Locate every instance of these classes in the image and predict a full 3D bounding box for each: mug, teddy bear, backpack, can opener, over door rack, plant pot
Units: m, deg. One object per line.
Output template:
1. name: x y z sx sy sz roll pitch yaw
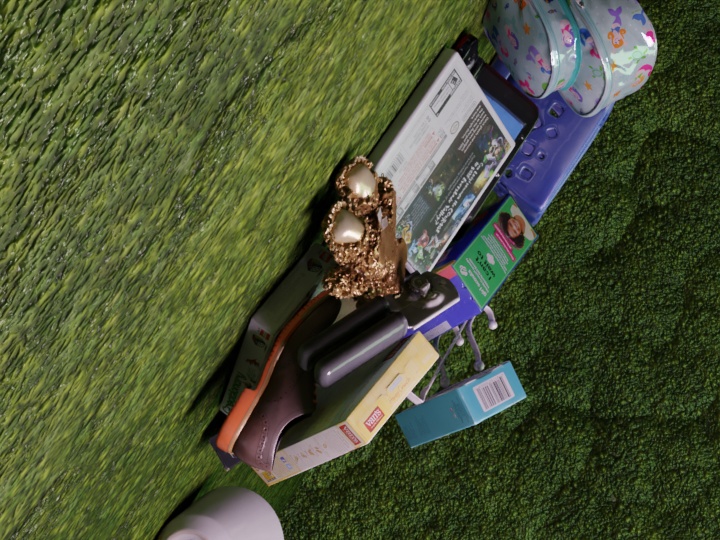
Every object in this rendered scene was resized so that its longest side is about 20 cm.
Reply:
1. mug: -0.199 0.378 1.810 0.189 0.148 0.153 -63 165 6
2. teddy bear: -0.003 -0.034 1.440 0.200 0.066 0.147 31 63 -73
3. backpack: 0.242 -0.279 1.612 0.150 0.201 0.178 -33 168 -17
4. can opener: 0.021 0.065 1.446 0.199 0.053 0.067 -32 147 -30
5. over door rack: 0.076 0.132 1.754 0.147 0.067 0.200 -31 -172 46
6. plant pot: 0.237 -0.201 2.030 0.201 0.179 0.200 -56 173 0

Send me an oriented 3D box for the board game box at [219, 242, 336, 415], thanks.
1. board game box: -0.091 0.072 1.545 0.127 0.034 0.201 -51 171 -36

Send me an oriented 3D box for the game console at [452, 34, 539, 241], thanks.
1. game console: 0.118 -0.150 1.654 0.201 0.118 0.172 -57 175 0

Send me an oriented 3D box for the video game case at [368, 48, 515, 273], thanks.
1. video game case: 0.082 -0.115 1.575 0.201 0.023 0.182 -55 140 -11

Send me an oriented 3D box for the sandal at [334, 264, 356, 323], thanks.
1. sandal: -0.012 0.013 1.583 0.054 0.080 0.203 2 -100 51

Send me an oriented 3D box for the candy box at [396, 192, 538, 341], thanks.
1. candy box: 0.113 0.008 1.779 0.168 0.077 0.200 -32 -168 39

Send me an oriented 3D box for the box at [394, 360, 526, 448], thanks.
1. box: 0.119 0.167 1.730 0.082 0.050 0.200 -24 175 -24

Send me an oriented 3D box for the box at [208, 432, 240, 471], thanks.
1. box: -0.078 0.159 1.698 0.199 0.050 0.199 -34 176 1

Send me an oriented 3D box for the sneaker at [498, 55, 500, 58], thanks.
1. sneaker: 0.214 -0.274 1.773 0.108 0.066 0.204 120 -18 -54

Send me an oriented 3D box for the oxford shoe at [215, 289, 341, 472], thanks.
1. oxford shoe: -0.067 0.112 1.446 0.201 0.072 0.071 -58 172 -10

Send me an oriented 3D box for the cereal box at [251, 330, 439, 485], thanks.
1. cereal box: -0.019 0.146 1.474 0.199 0.040 0.144 -29 -166 51
